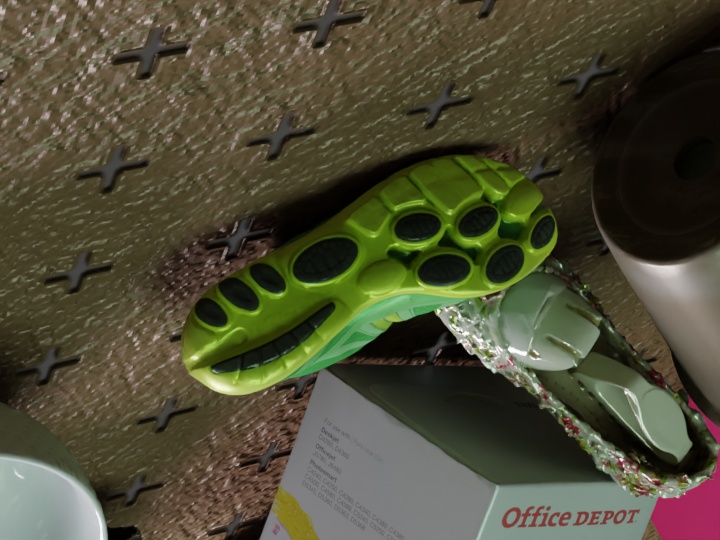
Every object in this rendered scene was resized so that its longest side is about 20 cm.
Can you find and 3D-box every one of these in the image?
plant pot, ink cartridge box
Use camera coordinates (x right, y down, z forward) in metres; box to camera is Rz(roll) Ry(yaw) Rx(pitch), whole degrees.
[{"bbox_3d":[0.209,-0.021,1.304,0.200,0.200,0.173,-36,135,21],"label":"plant pot"},{"bbox_3d":[0.041,0.170,1.437,0.147,0.146,0.200,3,112,-45],"label":"ink cartridge box"}]

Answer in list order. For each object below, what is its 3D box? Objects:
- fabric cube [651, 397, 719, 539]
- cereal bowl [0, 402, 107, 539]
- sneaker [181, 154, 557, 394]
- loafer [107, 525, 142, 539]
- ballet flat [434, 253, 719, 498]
[{"bbox_3d":[0.321,0.151,1.687,0.200,0.196,0.199,-17,155,-20],"label":"fabric cube"},{"bbox_3d":[-0.226,0.128,1.251,0.200,0.083,0.200,-19,142,-16],"label":"cereal bowl"},{"bbox_3d":[0.000,0.000,1.274,0.200,0.074,0.084,-22,179,-14],"label":"sneaker"},{"bbox_3d":[-0.199,0.158,1.390,0.200,0.071,0.073,6,-177,-38],"label":"loafer"},{"bbox_3d":[0.116,0.045,1.344,0.076,0.200,0.064,-55,-157,-14],"label":"ballet flat"}]
